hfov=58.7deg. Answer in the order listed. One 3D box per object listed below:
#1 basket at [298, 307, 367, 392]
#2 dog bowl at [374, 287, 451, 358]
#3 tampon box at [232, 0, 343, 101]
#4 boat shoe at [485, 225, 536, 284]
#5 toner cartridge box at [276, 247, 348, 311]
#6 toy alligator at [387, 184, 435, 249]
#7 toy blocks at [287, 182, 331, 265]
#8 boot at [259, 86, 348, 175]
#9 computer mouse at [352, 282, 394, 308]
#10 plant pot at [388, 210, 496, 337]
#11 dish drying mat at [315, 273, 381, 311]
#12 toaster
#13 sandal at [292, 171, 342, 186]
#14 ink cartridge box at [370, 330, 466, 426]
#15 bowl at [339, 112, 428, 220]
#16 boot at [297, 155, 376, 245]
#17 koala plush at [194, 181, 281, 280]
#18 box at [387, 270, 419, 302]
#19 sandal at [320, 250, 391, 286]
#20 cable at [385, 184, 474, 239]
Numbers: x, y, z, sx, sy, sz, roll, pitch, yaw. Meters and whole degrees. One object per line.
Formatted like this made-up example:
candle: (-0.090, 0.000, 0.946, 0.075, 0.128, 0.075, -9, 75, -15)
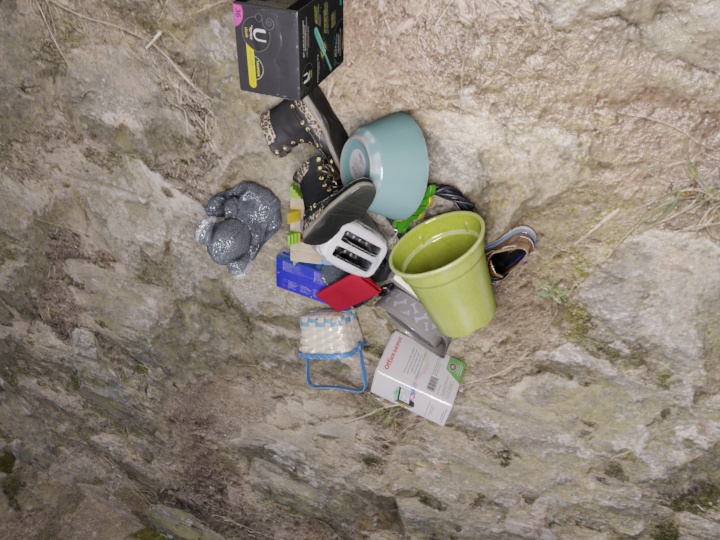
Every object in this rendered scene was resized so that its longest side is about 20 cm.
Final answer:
basket: (-0.067, 0.199, 1.594, 0.172, 0.138, 0.207, 1, 98, 26)
dog bowl: (0.124, 0.114, 1.436, 0.198, 0.059, 0.200, 38, 174, 5)
tampon box: (-0.122, -0.417, 1.131, 0.123, 0.201, 0.153, 14, 130, 15)
boat shoe: (0.275, -0.015, 1.318, 0.072, 0.073, 0.200, 38, 132, -6)
toner cartridge box: (-0.110, 0.021, 1.560, 0.195, 0.043, 0.097, 19, 130, 13)
toy alligator: (0.090, -0.121, 1.285, 0.201, 0.058, 0.055, -54, 53, 48)
toy blocks: (-0.088, -0.094, 1.440, 0.132, 0.101, 0.205, 7, 119, 5)
boot: (-0.112, -0.272, 1.321, 0.148, 0.073, 0.203, -19, 110, 35)
computer mouse: (0.023, 0.049, 1.470, 0.034, 0.058, 0.199, 55, 152, -5)
plant pot: (0.179, 0.020, 1.254, 0.196, 0.202, 0.187, -10, 122, 31)
dish drying mat: (-0.030, 0.049, 1.460, 0.076, 0.019, 0.199, 35, 151, -17)
toaster: (-0.027, -0.067, 1.343, 0.197, 0.130, 0.115, 27, 106, -32)
sandal: (-0.054, -0.190, 1.367, 0.196, 0.081, 0.056, 21, 97, 25)
ink cartridge box: (0.139, 0.257, 1.541, 0.195, 0.146, 0.085, 23, 132, 8)
bowl: (0.031, -0.195, 1.215, 0.199, 0.103, 0.208, 19, 112, 56)
boot: (-0.055, -0.158, 1.197, 0.072, 0.158, 0.203, 8, 149, -36)
koala plush: (-0.284, -0.089, 1.459, 0.181, 0.201, 0.179, -26, 111, 38)
box: (0.160, 0.047, 1.394, 0.198, 0.078, 0.095, 39, 177, -6)
sandal: (0.000, 0.001, 1.456, 0.195, 0.048, 0.077, -15, 99, 18)
cable: (0.147, -0.105, 1.331, 0.195, 0.051, 0.166, -9, 119, 31)
